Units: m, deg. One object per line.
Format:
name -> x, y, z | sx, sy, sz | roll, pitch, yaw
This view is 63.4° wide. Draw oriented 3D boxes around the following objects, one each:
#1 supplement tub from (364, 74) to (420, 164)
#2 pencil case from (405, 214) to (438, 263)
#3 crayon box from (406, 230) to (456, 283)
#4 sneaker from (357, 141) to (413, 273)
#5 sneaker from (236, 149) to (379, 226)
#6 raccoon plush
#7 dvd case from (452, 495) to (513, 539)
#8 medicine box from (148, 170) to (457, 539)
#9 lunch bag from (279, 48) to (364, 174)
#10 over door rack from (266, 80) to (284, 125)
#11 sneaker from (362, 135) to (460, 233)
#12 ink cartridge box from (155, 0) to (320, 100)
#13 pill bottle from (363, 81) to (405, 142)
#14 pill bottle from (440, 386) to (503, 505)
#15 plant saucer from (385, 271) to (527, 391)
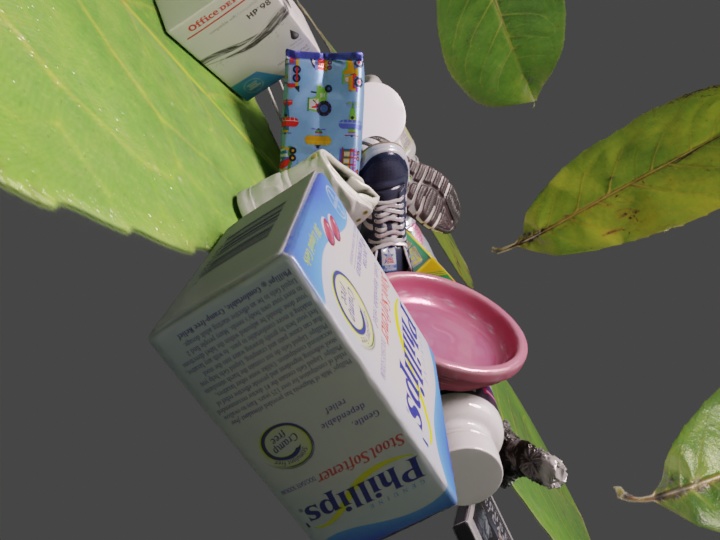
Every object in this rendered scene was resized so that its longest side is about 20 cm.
supplement tub -> 0.019, -0.254, 1.128 | 0.201, 0.144, 0.146 | 56, 14, -26
pencil case -> 0.109, -0.008, 1.114 | 0.202, 0.082, 0.091 | 60, 5, -8
crayon box -> 0.058, -0.040, 0.929 | 0.200, 0.058, 0.172 | 49, 7, 30
sneaker -> 0.033, -0.061, 0.737 | 0.201, 0.069, 0.110 | 94, -13, -59
sneaker -> -0.021, -0.029, 0.591 | 0.200, 0.115, 0.074 | 52, 14, -43
raccoon plush -> 0.202, 0.251, 0.760 | 0.133, 0.098, 0.199 | 16, 2, -38
dvd case -> 0.169, 0.355, 0.745 | 0.152, 0.025, 0.200 | 65, 14, 7
medicine box -> -0.026, 0.057, 0.425 | 0.201, 0.102, 0.183 | 57, 14, -19
lunch bag -> -0.041, -0.174, 0.744 | 0.200, 0.093, 0.153 | -67, 161, -86
over door rack -> -0.117, -0.284, 0.841 | 0.201, 0.066, 0.148 | 55, 14, -30
sneaker -> 0.051, -0.123, 0.851 | 0.199, 0.076, 0.115 | 36, -15, -29
ink cartridge box -> -0.141, -0.282, 0.637 | 0.067, 0.115, 0.200 | 67, 14, 18
pill bottle -> 0.000, -0.221, 0.922 | 0.117, 0.115, 0.200 | 60, -9, -8
pill bottle -> 0.106, 0.167, 0.688 | 0.112, 0.110, 0.201 | 56, 15, -24
plant saucer -> 0.092, 0.072, 0.678 | 0.198, 0.051, 0.201 | 14, 26, -7
